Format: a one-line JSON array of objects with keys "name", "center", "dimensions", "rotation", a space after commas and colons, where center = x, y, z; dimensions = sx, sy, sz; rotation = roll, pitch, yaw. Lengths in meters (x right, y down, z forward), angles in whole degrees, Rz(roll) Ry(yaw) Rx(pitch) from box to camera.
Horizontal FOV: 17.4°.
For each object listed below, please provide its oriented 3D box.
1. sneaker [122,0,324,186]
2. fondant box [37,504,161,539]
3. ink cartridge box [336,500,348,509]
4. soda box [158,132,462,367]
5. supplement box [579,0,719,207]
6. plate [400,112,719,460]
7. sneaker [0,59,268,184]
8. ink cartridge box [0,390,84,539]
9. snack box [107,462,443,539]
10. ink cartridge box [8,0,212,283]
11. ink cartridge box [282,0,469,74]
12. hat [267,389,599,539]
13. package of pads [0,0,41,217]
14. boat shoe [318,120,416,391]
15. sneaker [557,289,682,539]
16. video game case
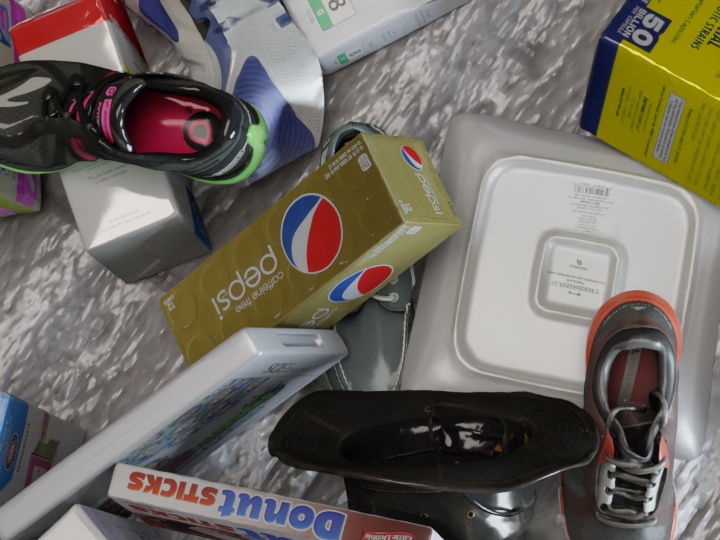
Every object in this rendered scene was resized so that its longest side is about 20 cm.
[{"name": "sneaker", "center": [-0.097, -0.163, 1.572], "dimensions": [0.080, 0.115, 0.201], "rotation": [-25, 108, -22]}, {"name": "fondant box", "center": [-0.185, 0.220, 1.449], "dimensions": [0.144, 0.200, 0.058], "rotation": [-44, 79, -1]}, {"name": "ink cartridge box", "center": [0.019, 0.246, 1.439], "dimensions": [0.145, 0.083, 0.201], "rotation": [-25, 73, -36]}, {"name": "soda box", "center": [-0.034, -0.004, 1.491], "dimensions": [0.200, 0.064, 0.068], "rotation": [-38, 67, 31]}, {"name": "supplement box", "center": [0.253, -0.108, 1.475], "dimensions": [0.199, 0.110, 0.109], "rotation": [30, 65, 13]}, {"name": "plate", "center": [0.138, 0.007, 1.512], "dimensions": [0.198, 0.032, 0.201], "rotation": [10, 80, 3]}, {"name": "sneaker", "center": [-0.157, -0.099, 1.445], "dimensions": [0.198, 0.084, 0.077], "rotation": [2, 78, 6]}, {"name": "ink cartridge box", "center": [-0.248, 0.147, 1.475], "dimensions": [0.084, 0.200, 0.146], "rotation": [13, 82, 8]}, {"name": "snack box", "center": [-0.044, 0.148, 1.362], "dimensions": [0.199, 0.072, 0.024], "rotation": [10, 72, 20]}, {"name": "ink cartridge box", "center": [-0.170, -0.103, 1.551], "dimensions": [0.067, 0.116, 0.201], "rotation": [-21, 76, 3]}, {"name": "ink cartridge box", "center": [0.025, -0.249, 1.584], "dimensions": [0.199, 0.050, 0.162], "rotation": [-27, 77, 5]}, {"name": "hat", "center": [0.044, 0.129, 1.414], "dimensions": [0.199, 0.201, 0.082], "rotation": [3, 107, 9]}, {"name": "package of pads", "center": [-0.275, -0.118, 1.527], "dimensions": [0.068, 0.200, 0.156], "rotation": [-6, 78, 16]}, {"name": "boat shoe", "center": [0.000, 0.000, 1.532], "dimensions": [0.072, 0.062, 0.202], "rotation": [-3, 80, 5]}, {"name": "sneaker", "center": [0.161, 0.117, 1.449], "dimensions": [0.076, 0.082, 0.202], "rotation": [0, 105, 4]}, {"name": "video game case", "center": [-0.114, 0.100, 1.453], "dimensions": [0.200, 0.182, 0.024], "rotation": [-36, 79, 12]}]
